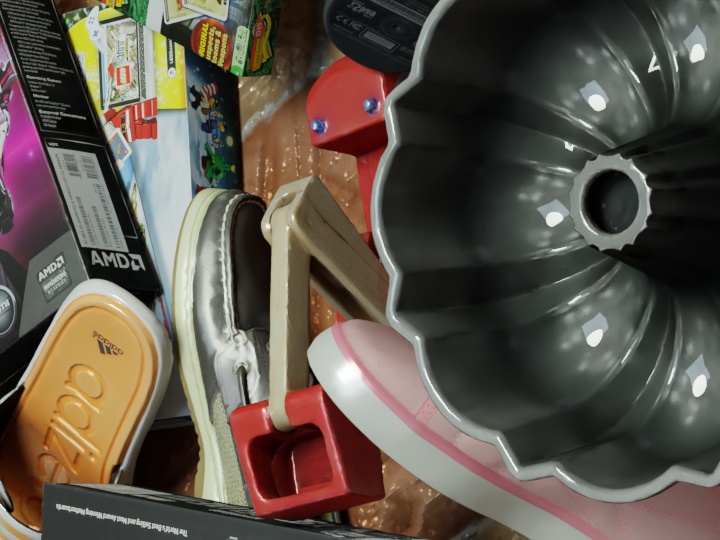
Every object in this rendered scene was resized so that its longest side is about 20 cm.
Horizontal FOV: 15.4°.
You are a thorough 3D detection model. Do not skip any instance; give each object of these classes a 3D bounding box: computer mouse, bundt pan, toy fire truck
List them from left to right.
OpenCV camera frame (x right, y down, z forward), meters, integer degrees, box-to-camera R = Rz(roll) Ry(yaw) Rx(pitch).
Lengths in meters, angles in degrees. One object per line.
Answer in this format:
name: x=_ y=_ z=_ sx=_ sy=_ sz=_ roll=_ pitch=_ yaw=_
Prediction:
toy fire truck: x=0.000 y=0.000 z=1.094 sx=0.049 sy=0.141 sz=0.201 roll=-18 pitch=75 yaw=35
computer mouse: x=0.043 y=-0.131 z=1.028 sx=0.200 sy=0.058 sz=0.034 roll=-35 pitch=34 yaw=55
bundt pan: x=0.104 y=-0.022 z=0.922 sx=0.201 sy=0.076 sz=0.203 roll=-1 pitch=89 yaw=36

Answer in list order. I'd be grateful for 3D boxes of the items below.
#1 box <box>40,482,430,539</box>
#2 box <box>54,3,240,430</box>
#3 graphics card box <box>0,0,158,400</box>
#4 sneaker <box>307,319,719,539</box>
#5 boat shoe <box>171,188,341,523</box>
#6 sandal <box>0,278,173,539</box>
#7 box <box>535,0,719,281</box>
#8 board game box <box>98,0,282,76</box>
box: x=-0.059 y=0.176 z=1.096 sx=0.199 sy=0.050 sz=0.159 roll=6 pitch=90 yaw=45
box: x=-0.118 y=-0.024 z=1.256 sx=0.136 sy=0.038 sz=0.201 roll=-9 pitch=80 yaw=38
graphics card box: x=-0.179 y=-0.047 z=1.251 sx=0.125 sy=0.051 sz=0.201 roll=-34 pitch=66 yaw=31
sneaker: x=0.082 y=0.051 z=1.014 sx=0.105 sy=0.200 sz=0.075 roll=-53 pitch=18 yaw=12
boat shoe: x=-0.037 y=0.061 z=1.170 sx=0.064 sy=0.073 sz=0.201 roll=-9 pitch=87 yaw=29
sandal: x=-0.143 y=0.084 z=1.200 sx=0.079 sy=0.059 sz=0.207 roll=35 pitch=137 yaw=12
box: x=0.170 y=-0.080 z=0.989 sx=0.199 sy=0.106 sz=0.123 roll=-22 pitch=74 yaw=34
board game box: x=-0.064 y=-0.195 z=1.159 sx=0.105 sy=0.023 sz=0.201 roll=30 pitch=120 yaw=40
